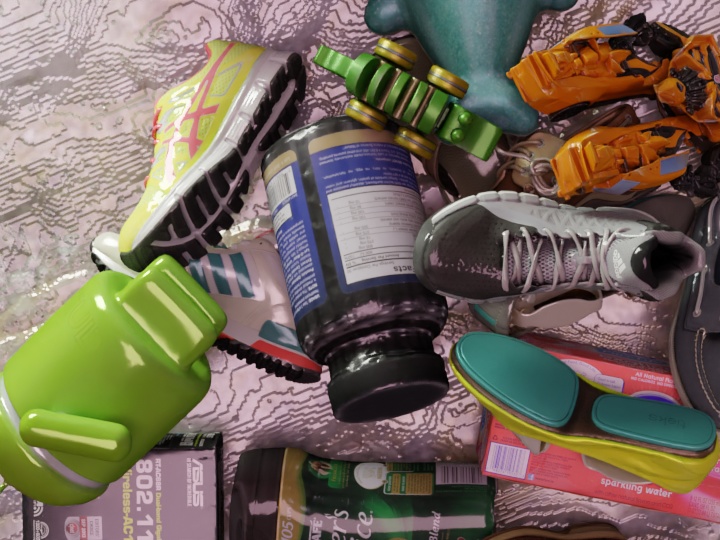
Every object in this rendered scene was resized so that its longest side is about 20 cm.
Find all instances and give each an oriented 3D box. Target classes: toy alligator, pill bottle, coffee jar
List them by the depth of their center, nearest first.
[{"bbox_3d":[0.054,-0.106,1.274,0.199,0.054,0.060,29,94,6],"label":"toy alligator"},{"bbox_3d":[0.000,0.000,1.325,0.111,0.112,0.202,-14,72,3],"label":"pill bottle"},{"bbox_3d":[0.001,0.191,1.384,0.197,0.086,0.105,4,115,2],"label":"coffee jar"}]

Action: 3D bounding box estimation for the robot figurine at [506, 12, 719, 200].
[{"bbox_3d":[0.200,-0.116,1.313,0.199,0.058,0.146,-14,77,-39],"label":"robot figurine"}]

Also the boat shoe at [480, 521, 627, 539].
[{"bbox_3d":[0.138,0.229,1.344,0.198,0.067,0.073,-3,116,-39],"label":"boat shoe"}]

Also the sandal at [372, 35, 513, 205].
[{"bbox_3d":[0.079,-0.087,1.374,0.079,0.057,0.202,-33,94,4],"label":"sandal"}]

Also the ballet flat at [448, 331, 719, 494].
[{"bbox_3d":[0.150,0.107,1.291,0.198,0.067,0.067,19,136,9],"label":"ballet flat"}]

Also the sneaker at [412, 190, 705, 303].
[{"bbox_3d":[0.142,-0.013,1.236,0.198,0.115,0.076,-4,98,-23],"label":"sneaker"}]

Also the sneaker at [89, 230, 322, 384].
[{"bbox_3d":[-0.102,0.005,1.392,0.198,0.070,0.094,26,76,2],"label":"sneaker"}]

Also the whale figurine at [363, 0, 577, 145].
[{"bbox_3d":[0.079,-0.195,1.322,0.157,0.104,0.202,-5,76,4],"label":"whale figurine"}]

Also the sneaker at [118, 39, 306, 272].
[{"bbox_3d":[-0.124,-0.087,1.358,0.090,0.078,0.201,26,69,22],"label":"sneaker"}]

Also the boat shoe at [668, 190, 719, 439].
[{"bbox_3d":[0.264,0.024,1.324,0.072,0.062,0.202,12,56,-4],"label":"boat shoe"}]

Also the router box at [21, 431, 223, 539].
[{"bbox_3d":[-0.178,0.225,1.407,0.148,0.062,0.203,-1,95,1],"label":"router box"}]

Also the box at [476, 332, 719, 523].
[{"bbox_3d":[0.191,0.113,1.372,0.198,0.095,0.104,11,96,0],"label":"box"}]

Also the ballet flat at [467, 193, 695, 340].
[{"bbox_3d":[0.173,0.003,1.347,0.198,0.064,0.068,-20,131,-20],"label":"ballet flat"}]

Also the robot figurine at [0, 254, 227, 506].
[{"bbox_3d":[-0.185,0.082,1.304,0.200,0.176,0.116,-43,96,12],"label":"robot figurine"}]

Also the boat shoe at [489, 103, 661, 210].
[{"bbox_3d":[0.131,-0.064,1.341,0.199,0.075,0.075,-25,101,-29],"label":"boat shoe"}]
